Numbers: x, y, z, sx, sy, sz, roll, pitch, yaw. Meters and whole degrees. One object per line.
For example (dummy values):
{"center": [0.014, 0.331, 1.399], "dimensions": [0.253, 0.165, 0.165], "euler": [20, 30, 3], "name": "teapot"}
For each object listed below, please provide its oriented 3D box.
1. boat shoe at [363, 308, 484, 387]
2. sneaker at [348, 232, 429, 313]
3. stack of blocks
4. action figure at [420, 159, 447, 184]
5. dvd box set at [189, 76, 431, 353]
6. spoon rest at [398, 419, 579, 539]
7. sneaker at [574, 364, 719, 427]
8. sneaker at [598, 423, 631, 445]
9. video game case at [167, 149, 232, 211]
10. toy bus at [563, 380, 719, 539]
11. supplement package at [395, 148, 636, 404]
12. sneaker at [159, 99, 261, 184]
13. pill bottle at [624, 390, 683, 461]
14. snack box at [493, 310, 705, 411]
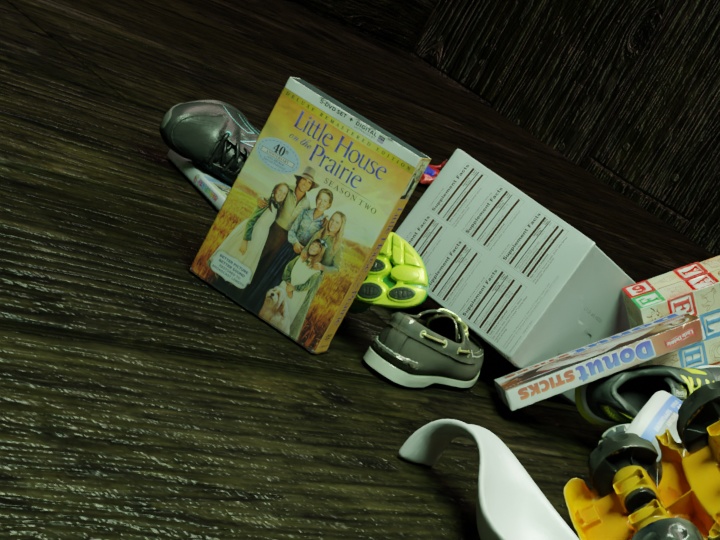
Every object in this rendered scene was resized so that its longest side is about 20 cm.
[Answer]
{"center": [0.074, 0.070, 1.508], "dimensions": [0.072, 0.060, 0.202], "euler": [33, 14, 24], "name": "boat shoe"}
{"center": [0.000, 0.000, 1.507], "dimensions": [0.083, 0.074, 0.200], "euler": [30, -11, -41], "name": "sneaker"}
{"center": [0.351, 0.098, 1.634], "dimensions": [0.115, 0.200, 0.059], "euler": [-18, 23, -4], "name": "stack of blocks"}
{"center": [0.133, -0.142, 2.486], "dimensions": [0.200, 0.052, 0.065], "euler": [20, 19, -24], "name": "action figure"}
{"center": [-0.047, -0.048, 1.398], "dimensions": [0.146, 0.200, 0.029], "euler": [33, 14, 16], "name": "dvd box set"}
{"center": [0.104, 0.171, 1.191], "dimensions": [0.099, 0.061, 0.200], "euler": [17, 16, -41], "name": "spoon rest"}
{"center": [0.313, 0.129, 1.548], "dimensions": [0.199, 0.075, 0.085], "euler": [0, -6, -12], "name": "sneaker"}
{"center": [0.326, 0.197, 1.518], "dimensions": [0.200, 0.078, 0.080], "euler": [24, -1, 15], "name": "sneaker"}
{"center": [-0.115, -0.071, 1.746], "dimensions": [0.143, 0.018, 0.200], "euler": [19, 16, -39], "name": "video game case"}
{"center": [0.289, 0.209, 1.270], "dimensions": [0.192, 0.200, 0.136], "euler": [57, 8, -35], "name": "toy bus"}
{"center": [0.164, 0.009, 1.668], "dimensions": [0.200, 0.147, 0.191], "euler": [38, 2, 34], "name": "supplement package"}
{"center": [-0.125, -0.126, 1.730], "dimensions": [0.200, 0.076, 0.079], "euler": [21, 17, -31], "name": "sneaker"}
{"center": [0.320, 0.205, 1.403], "dimensions": [0.200, 0.114, 0.114], "euler": [33, 13, 16], "name": "pill bottle"}
{"center": [0.230, 0.087, 1.534], "dimensions": [0.072, 0.199, 0.024], "euler": [-134, -156, -84], "name": "snack box"}
